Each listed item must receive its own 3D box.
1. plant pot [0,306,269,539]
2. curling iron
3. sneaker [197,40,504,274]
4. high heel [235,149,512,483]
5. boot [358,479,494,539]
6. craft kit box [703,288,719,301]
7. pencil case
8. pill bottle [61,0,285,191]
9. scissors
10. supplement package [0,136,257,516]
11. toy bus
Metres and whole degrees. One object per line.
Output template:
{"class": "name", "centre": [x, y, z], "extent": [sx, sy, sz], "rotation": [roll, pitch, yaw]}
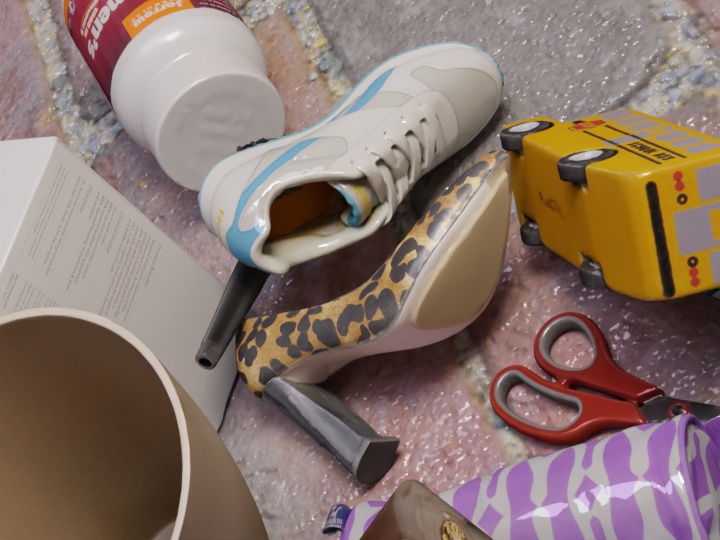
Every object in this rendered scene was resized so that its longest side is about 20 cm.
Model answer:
{"class": "plant pot", "centre": [-0.126, 0.143, 0.829], "extent": [0.186, 0.200, 0.189], "rotation": [-9, 64, 19]}
{"class": "curling iron", "centre": [-0.071, -0.012, 0.996], "extent": [0.049, 0.026, 0.201], "rotation": [17, 46, -3]}
{"class": "sneaker", "centre": [0.006, -0.062, 0.956], "extent": [0.199, 0.077, 0.081], "rotation": [-33, 35, -9]}
{"class": "high heel", "centre": [0.000, 0.000, 0.917], "extent": [0.142, 0.071, 0.201], "rotation": [37, 105, 40]}
{"class": "boot", "centre": [-0.009, 0.201, 0.666], "extent": [0.200, 0.064, 0.187], "rotation": [-48, 29, 20]}
{"class": "craft kit box", "centre": [0.244, -0.102, 0.776], "extent": [0.200, 0.048, 0.199], "rotation": [134, 152, -58]}
{"class": "pencil case", "centre": [0.086, 0.129, 0.785], "extent": [0.199, 0.084, 0.086], "rotation": [-17, 18, 25]}
{"class": "pill bottle", "centre": [-0.129, -0.146, 1.113], "extent": [0.109, 0.110, 0.200], "rotation": [-40, 44, 5]}
{"class": "scissors", "centre": [0.149, 0.077, 0.821], "extent": [0.199, 0.014, 0.073], "rotation": [25, 74, 43]}
{"class": "supplement package", "centre": [-0.193, 0.042, 0.961], "extent": [0.150, 0.200, 0.153], "rotation": [-1, 59, 36]}
{"class": "toy bus", "centre": [0.132, -0.040, 0.831], "extent": [0.078, 0.066, 0.200], "rotation": [-16, 14, -7]}
